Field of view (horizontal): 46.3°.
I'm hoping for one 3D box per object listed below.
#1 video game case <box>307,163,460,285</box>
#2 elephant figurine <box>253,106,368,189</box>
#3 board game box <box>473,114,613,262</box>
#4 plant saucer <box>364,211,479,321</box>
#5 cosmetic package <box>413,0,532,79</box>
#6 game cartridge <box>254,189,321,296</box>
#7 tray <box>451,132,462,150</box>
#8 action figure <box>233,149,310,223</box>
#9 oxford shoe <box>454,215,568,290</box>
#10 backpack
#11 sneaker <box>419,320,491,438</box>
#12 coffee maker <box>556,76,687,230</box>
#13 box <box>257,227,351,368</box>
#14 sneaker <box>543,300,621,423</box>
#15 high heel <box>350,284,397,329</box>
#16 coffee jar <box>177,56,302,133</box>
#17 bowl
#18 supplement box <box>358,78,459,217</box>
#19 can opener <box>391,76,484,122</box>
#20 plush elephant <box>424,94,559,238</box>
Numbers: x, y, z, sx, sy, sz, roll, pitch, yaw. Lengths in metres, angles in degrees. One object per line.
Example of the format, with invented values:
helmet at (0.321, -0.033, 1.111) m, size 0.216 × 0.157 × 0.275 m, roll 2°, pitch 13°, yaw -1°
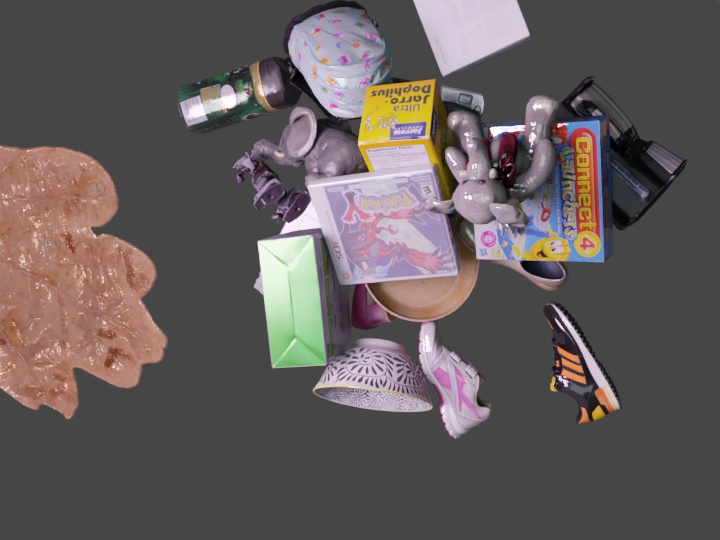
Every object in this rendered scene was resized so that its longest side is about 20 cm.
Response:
video game case at (0.036, -0.064, 1.269) m, size 0.198 × 0.023 × 0.184 m, roll -5°, pitch 122°, yaw 21°
elephant figurine at (-0.078, -0.209, 1.400) m, size 0.154 × 0.142 × 0.201 m, roll -33°, pitch 68°, yaw -10°
board game box at (0.260, -0.116, 1.221) m, size 0.194 × 0.056 × 0.202 m, roll 1°, pitch 106°, yaw 31°
plant saucer at (0.094, -0.017, 1.376) m, size 0.198 × 0.035 × 0.203 m, roll 1°, pitch 84°, yaw -7°
cosmetic package at (0.165, -0.428, 1.330) m, size 0.149 × 0.052 × 0.202 m, roll -21°, pitch 90°, yaw 17°
game cartridge at (-0.088, -0.021, 1.465) m, size 0.133 × 0.040 × 0.201 m, roll 34°, pitch 105°, yaw 15°
tray at (0.193, -0.152, 1.367) m, size 0.198 × 0.022 × 0.108 m, roll 21°, pitch 103°, yaw 14°
action figure at (-0.152, -0.134, 1.399) m, size 0.130 × 0.200 × 0.070 m, roll 40°, pitch 91°, yaw -24°
oxford shoe at (0.241, -0.037, 1.331) m, size 0.198 × 0.074 × 0.071 m, roll 26°, pitch 88°, yaw 10°
backpack at (-0.029, -0.327, 1.313) m, size 0.165 × 0.127 × 0.201 m, roll -23°, pitch 54°, yaw -4°
sneaker at (0.158, 0.170, 1.391) m, size 0.087 × 0.081 × 0.202 m, roll -22°, pitch 96°, yaw 14°
coffee maker at (0.353, -0.155, 1.270) m, size 0.200 × 0.134 × 0.192 m, roll 46°, pitch 122°, yaw 9°
box at (-0.083, 0.037, 1.359) m, size 0.096 × 0.176 × 0.202 m, roll -4°, pitch 97°, yaw 13°
sneaker at (0.328, 0.149, 1.333) m, size 0.090 × 0.070 × 0.201 m, roll -32°, pitch 88°, yaw 15°
high heel at (0.000, 0.000, 1.430) m, size 0.095 × 0.067 × 0.202 m, roll -13°, pitch 97°, yaw 41°
coffee jar at (-0.203, -0.299, 1.434) m, size 0.198 × 0.104 × 0.086 m, roll -13°, pitch 95°, yaw 18°
bowl at (0.025, 0.168, 1.390) m, size 0.198 × 0.201 × 0.095 m, roll 1°, pitch 71°, yaw 17°
supplement box at (0.079, -0.176, 1.274) m, size 0.108 × 0.200 × 0.111 m, roll -2°, pitch 59°, yaw 17°
can opener at (0.106, -0.279, 1.362) m, size 0.198 × 0.066 × 0.053 m, roll 17°, pitch 102°, yaw 20°
plush elephant at (0.174, -0.128, 1.141) m, size 0.163 × 0.155 × 0.202 m, roll 4°, pitch 106°, yaw 30°
